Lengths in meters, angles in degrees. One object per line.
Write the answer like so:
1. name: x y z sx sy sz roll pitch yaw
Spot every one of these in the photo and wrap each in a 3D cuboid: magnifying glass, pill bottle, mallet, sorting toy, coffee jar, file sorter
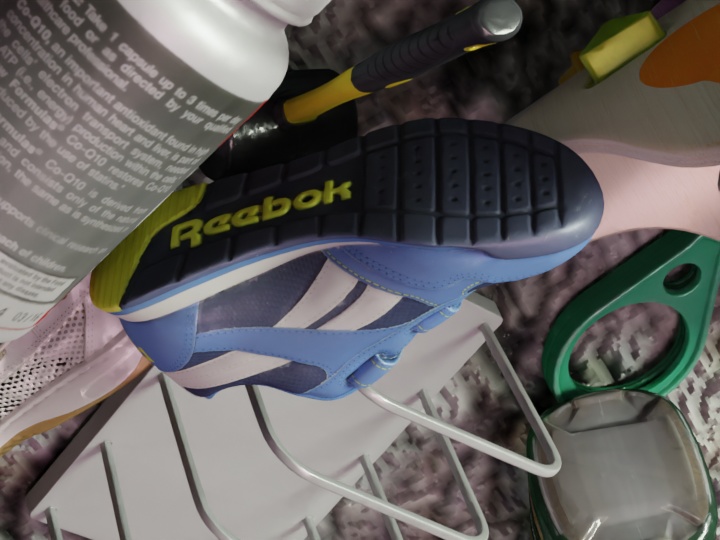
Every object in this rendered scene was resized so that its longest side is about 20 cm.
1. magnifying glass: 0.157 -0.004 0.935 0.080 0.022 0.200 15 120 -30
2. pill bottle: -0.100 -0.077 0.715 0.200 0.114 0.114 -42 130 16
3. mallet: -0.009 -0.068 0.724 0.066 0.200 0.041 -14 89 -21
4. sorting toy: 0.110 -0.052 0.817 0.180 0.107 0.200 -25 163 15
5. coffee jar: 0.130 0.158 0.993 0.085 0.104 0.200 -11 138 -3
6. file sorter: -0.031 0.098 0.879 0.139 0.125 0.200 26 116 -35

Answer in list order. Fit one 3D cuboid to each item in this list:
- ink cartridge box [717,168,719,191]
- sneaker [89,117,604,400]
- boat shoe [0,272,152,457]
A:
1. ink cartridge box: 0.234 -0.090 0.707 0.200 0.041 0.200 17 91 -37
2. sneaker: 0.000 0.000 0.747 0.200 0.074 0.082 -11 129 19
3. boat shoe: -0.170 0.046 0.829 0.200 0.071 0.069 -33 106 17
